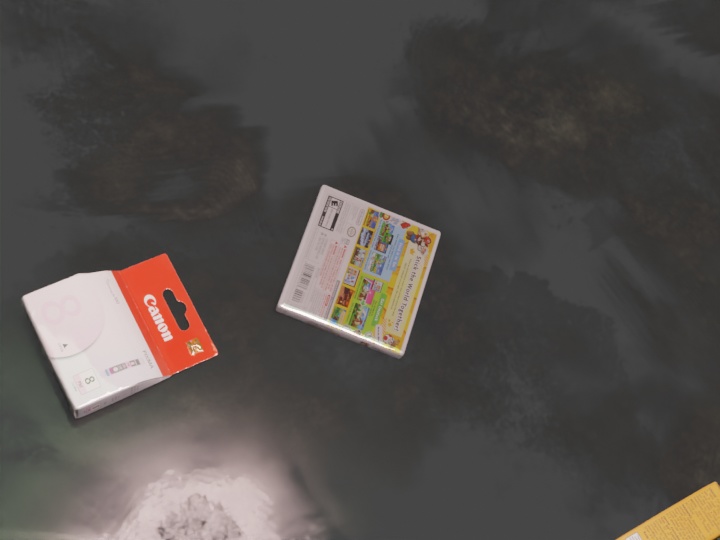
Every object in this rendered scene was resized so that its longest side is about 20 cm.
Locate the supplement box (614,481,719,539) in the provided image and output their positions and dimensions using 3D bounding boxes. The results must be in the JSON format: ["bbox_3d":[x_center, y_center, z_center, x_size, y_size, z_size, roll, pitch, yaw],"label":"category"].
[{"bbox_3d":[0.390,0.352,1.559,0.200,0.067,0.069,-29,70,-14],"label":"supplement box"}]

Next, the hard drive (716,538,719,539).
[{"bbox_3d":[0.516,0.443,1.593,0.139,0.033,0.200,9,66,-12],"label":"hard drive"}]

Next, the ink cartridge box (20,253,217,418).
[{"bbox_3d":[-0.301,0.071,1.517,0.200,0.057,0.163,-25,76,-19],"label":"ink cartridge box"}]

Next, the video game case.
[{"bbox_3d":[0.000,0.000,1.646,0.182,0.023,0.200,22,63,-6],"label":"video game case"}]
